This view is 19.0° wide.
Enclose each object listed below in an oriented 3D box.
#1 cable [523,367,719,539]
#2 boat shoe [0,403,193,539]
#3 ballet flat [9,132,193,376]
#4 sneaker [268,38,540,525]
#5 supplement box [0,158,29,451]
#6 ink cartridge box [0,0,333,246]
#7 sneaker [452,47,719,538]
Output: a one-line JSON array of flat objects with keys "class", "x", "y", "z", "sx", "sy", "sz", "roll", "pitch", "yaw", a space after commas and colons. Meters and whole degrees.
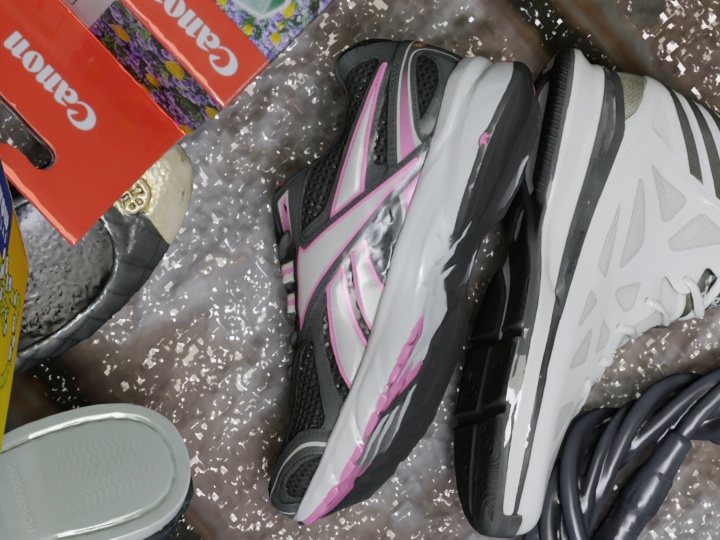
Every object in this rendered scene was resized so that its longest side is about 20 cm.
[{"class": "cable", "x": 0.168, "y": 0.117, "z": 0.910, "sx": 0.199, "sy": 0.051, "sz": 0.164, "roll": -21, "pitch": 90, "yaw": -6}, {"class": "boat shoe", "x": -0.161, "y": 0.100, "z": 0.802, "sx": 0.199, "sy": 0.060, "sz": 0.076, "roll": -5, "pitch": 65, "yaw": -8}, {"class": "ballet flat", "x": -0.145, "y": 0.015, "z": 0.832, "sx": 0.200, "sy": 0.057, "sz": 0.067, "roll": -37, "pitch": 95, "yaw": -10}, {"class": "sneaker", "x": 0.000, "y": 0.000, "z": 0.864, "sx": 0.086, "sy": 0.080, "sz": 0.201, "roll": 23, "pitch": 94, "yaw": 20}, {"class": "supplement box", "x": -0.184, "y": 0.057, "z": 0.724, "sx": 0.108, "sy": 0.110, "sz": 0.201, "roll": 5, "pitch": 63, "yaw": 1}, {"class": "ink cartridge box", "x": -0.074, "y": -0.118, "z": 0.827, "sx": 0.109, "sy": 0.050, "sz": 0.200, "roll": 46, "pitch": 67, "yaw": -9}, {"class": "sneaker", "x": 0.110, "y": 0.018, "z": 0.871, "sx": 0.115, "sy": 0.076, "sz": 0.202, "roll": 15, "pitch": 80, "yaw": -11}]
